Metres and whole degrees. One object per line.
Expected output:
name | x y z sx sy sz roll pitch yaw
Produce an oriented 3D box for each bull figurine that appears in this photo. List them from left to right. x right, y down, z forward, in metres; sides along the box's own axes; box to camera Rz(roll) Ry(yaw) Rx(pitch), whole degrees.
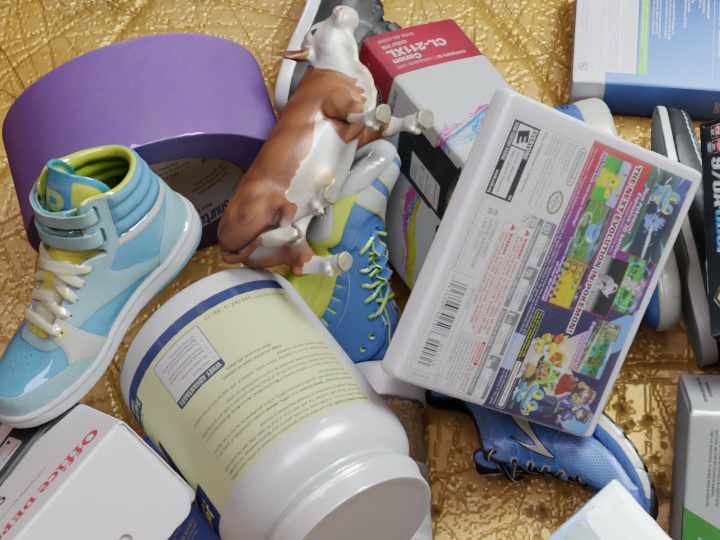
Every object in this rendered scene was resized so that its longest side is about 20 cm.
bull figurine | -0.026 -0.085 1.410 0.121 0.065 0.201 13 73 48

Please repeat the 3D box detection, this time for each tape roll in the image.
tape roll | -0.156 -0.084 1.504 0.198 0.200 0.086 -17 69 -5

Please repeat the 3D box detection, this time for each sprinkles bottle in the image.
sprinkles bottle | 0.018 0.168 1.469 0.068 0.068 0.202 -4 68 1

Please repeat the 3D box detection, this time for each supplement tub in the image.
supplement tub | -0.057 0.112 1.401 0.144 0.145 0.200 -33 59 -11

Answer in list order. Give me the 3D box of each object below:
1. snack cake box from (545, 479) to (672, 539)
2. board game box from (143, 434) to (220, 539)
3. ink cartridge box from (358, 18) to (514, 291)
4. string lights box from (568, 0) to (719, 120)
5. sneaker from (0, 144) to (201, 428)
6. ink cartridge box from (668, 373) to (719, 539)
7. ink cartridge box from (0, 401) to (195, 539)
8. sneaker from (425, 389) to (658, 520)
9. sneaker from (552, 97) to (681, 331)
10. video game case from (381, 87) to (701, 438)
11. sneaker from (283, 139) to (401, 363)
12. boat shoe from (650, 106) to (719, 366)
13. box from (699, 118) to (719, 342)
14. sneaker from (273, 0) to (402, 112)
snack cake box | 0.176 0.225 1.370 0.067 0.200 0.115 -39 72 -12
board game box | -0.133 0.223 1.465 0.134 0.045 0.201 25 71 11
ink cartridge box | 0.071 -0.059 1.480 0.082 0.146 0.200 -14 48 -27
string lights box | 0.264 -0.174 1.600 0.198 0.059 0.104 5 69 4
sneaker | -0.201 0.000 1.377 0.079 0.131 0.201 25 71 33
ink cartridge box | 0.318 0.153 1.423 0.198 0.083 0.148 2 106 2
ink cartridge box | -0.220 0.164 1.408 0.145 0.200 0.084 -50 116 -16
sneaker | 0.130 0.127 1.486 0.200 0.079 0.089 37 81 23
sneaker | 0.159 -0.032 1.536 0.110 0.077 0.201 -15 64 -10
video game case | 0.123 -0.001 1.378 0.023 0.181 0.201 30 99 55
sneaker | 0.000 0.000 1.497 0.105 0.200 0.076 32 34 -4
boat shoe | 0.261 -0.029 1.540 0.060 0.076 0.202 -10 80 -1
box | 0.304 -0.003 1.463 0.046 0.200 0.160 -13 64 32
sneaker | 0.008 -0.203 1.618 0.098 0.071 0.201 17 76 6
